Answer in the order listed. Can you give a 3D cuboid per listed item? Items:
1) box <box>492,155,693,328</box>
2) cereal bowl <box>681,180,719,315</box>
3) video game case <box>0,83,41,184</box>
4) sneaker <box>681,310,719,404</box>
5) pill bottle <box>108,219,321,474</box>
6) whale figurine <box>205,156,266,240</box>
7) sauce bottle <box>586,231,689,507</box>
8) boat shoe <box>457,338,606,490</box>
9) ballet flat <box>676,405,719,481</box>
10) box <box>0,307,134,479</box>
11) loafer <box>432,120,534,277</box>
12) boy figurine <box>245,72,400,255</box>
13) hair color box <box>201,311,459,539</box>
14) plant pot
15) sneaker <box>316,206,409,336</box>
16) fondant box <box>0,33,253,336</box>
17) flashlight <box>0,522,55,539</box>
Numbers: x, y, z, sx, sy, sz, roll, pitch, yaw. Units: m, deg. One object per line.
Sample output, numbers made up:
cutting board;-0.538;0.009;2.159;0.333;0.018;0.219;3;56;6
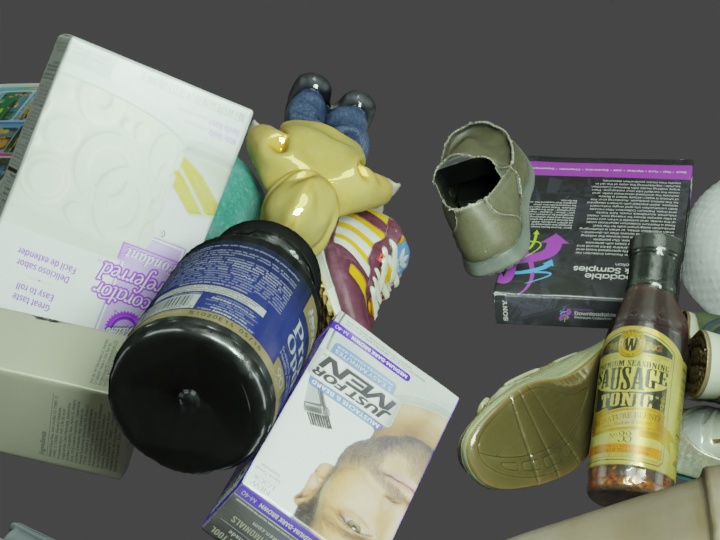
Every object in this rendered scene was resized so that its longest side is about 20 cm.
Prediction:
box;0.190;-0.025;1.776;0.143;0.036;0.200;2;35;12
cereal bowl;0.363;-0.023;1.808;0.199;0.083;0.200;7;37;-6
video game case;-0.290;-0.083;1.695;0.182;0.024;0.200;1;36;21
sneaker;0.282;0.070;1.622;0.090;0.067;0.200;6;3;2
pill bottle;-0.090;0.043;1.496;0.112;0.112;0.200;17;28;6
whale figurine;-0.165;-0.057;1.688;0.200;0.104;0.159;22;39;16
sauce bottle;0.202;0.071;1.587;0.066;0.066;0.201;9;68;-4
boat shoe;0.135;0.103;1.608;0.201;0.063;0.073;-33;101;-38
ballet flat;0.295;0.129;1.611;0.199;0.062;0.068;16;38;6
box;-0.248;0.075;1.517;0.199;0.082;0.068;14;38;0
loafer;0.098;-0.074;1.780;0.075;0.070;0.200;-22;29;9
boy figurine;-0.030;-0.074;1.678;0.124;0.065;0.200;20;34;-7
hair color box;-0.016;0.129;1.499;0.109;0.065;0.200;36;40;-5
plant pot;0.174;0.224;1.378;0.173;0.200;0.200;-5;37;7
sneaker;0.000;0.000;1.684;0.090;0.075;0.200;-5;41;-12
fondant box;-0.180;-0.049;1.571;0.144;0.200;0.058;21;1;-19
flashlight;-0.141;0.218;1.373;0.200;0.068;0.068;25;40;15
